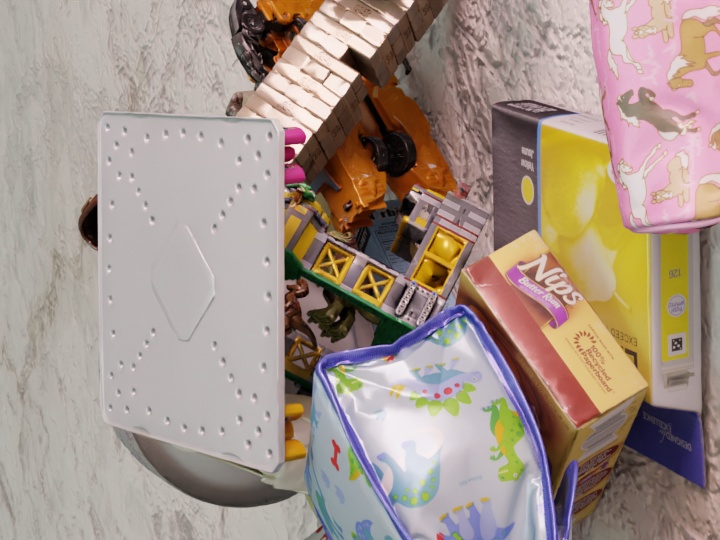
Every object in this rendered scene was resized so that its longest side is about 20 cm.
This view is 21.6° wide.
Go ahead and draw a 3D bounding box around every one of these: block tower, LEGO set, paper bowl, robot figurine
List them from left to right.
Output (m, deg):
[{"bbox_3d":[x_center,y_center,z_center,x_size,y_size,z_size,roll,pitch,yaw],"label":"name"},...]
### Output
[{"bbox_3d":[-0.081,0.070,1.359,0.104,0.199,0.203,-165,68,-66],"label":"paper bowl"},{"bbox_3d":[-0.019,-0.119,1.342,0.058,0.144,0.201,-50,61,40],"label":"robot figurine"},{"bbox_3d":[-0.016,-0.135,1.257,0.058,0.201,0.054,33,172,18],"label":"block tower"},{"bbox_3d":[0.000,0.000,1.221,0.201,0.153,0.116,95,-159,-59],"label":"LEGO set"}]

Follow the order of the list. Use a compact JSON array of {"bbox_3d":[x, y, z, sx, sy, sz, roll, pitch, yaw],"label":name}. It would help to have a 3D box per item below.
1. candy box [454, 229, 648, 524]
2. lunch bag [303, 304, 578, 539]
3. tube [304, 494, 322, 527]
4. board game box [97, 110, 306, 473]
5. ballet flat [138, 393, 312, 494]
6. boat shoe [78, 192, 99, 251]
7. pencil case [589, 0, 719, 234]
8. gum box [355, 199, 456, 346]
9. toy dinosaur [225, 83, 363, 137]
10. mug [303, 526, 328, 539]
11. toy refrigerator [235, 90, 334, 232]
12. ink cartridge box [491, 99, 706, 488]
[{"bbox_3d":[0.103,0.078,1.136,0.117,0.056,0.201,55,164,22],"label":"candy box"},{"bbox_3d":[0.056,0.149,1.077,0.171,0.126,0.201,94,153,-62],"label":"lunch bag"},{"bbox_3d":[0.018,0.239,1.456,0.201,0.051,0.058,65,-155,-18],"label":"tube"},{"bbox_3d":[-0.098,0.007,1.148,0.199,0.026,0.202,8,100,52],"label":"board game box"},{"bbox_3d":[-0.067,0.110,1.230,0.198,0.069,0.070,16,119,23],"label":"ballet flat"},{"bbox_3d":[-0.141,-0.036,1.280,0.071,0.070,0.200,60,161,-7],"label":"boat shoe"},{"bbox_3d":[0.163,-0.120,0.973,0.083,0.086,0.202,169,91,-88],"label":"pencil case"},{"bbox_3d":[0.033,0.078,1.408,0.171,0.044,0.201,107,147,-47],"label":"gum box"},{"bbox_3d":[-0.053,-0.086,1.373,0.102,0.200,0.078,29,109,14],"label":"toy dinosaur"},{"bbox_3d":[0.026,0.195,1.294,0.200,0.133,0.178,-45,16,26],"label":"mug"},{"bbox_3d":[-0.056,-0.047,1.553,0.076,0.069,0.202,-152,57,-71],"label":"toy refrigerator"},{"bbox_3d":[0.137,0.010,1.131,0.197,0.047,0.202,-154,60,-64],"label":"ink cartridge box"}]
